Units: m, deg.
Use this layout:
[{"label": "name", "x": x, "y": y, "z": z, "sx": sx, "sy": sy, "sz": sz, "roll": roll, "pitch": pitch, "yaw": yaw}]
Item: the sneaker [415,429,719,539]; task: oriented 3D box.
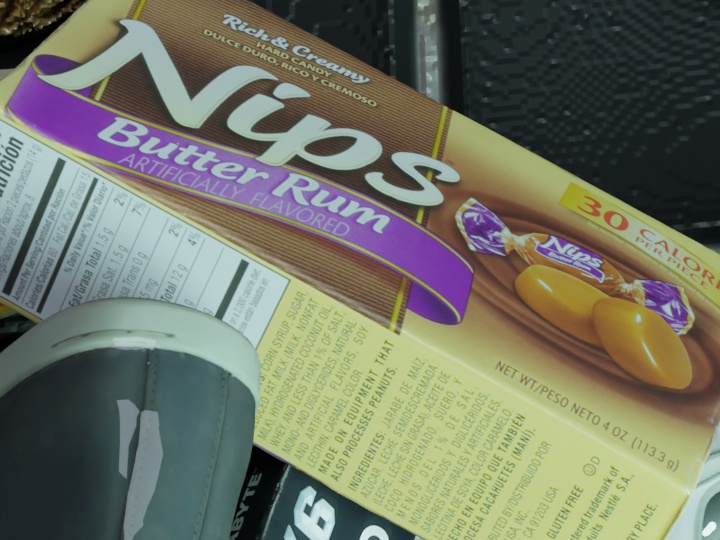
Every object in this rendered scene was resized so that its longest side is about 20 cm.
[{"label": "sneaker", "x": 0.052, "y": 0.099, "z": 0.811, "sx": 0.099, "sy": 0.078, "sz": 0.200, "roll": 38, "pitch": 77, "yaw": 21}]

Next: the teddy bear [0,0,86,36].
[{"label": "teddy bear", "x": -0.086, "y": -0.131, "z": 0.966, "sx": 0.200, "sy": 0.067, "sz": 0.145, "roll": -39, "pitch": 54, "yaw": -2}]

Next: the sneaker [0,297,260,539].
[{"label": "sneaker", "x": -0.094, "y": 0.093, "z": 0.719, "sx": 0.075, "sy": 0.200, "sz": 0.106, "roll": 19, "pitch": 56, "yaw": -19}]

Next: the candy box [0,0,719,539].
[{"label": "candy box", "x": 0.000, "y": 0.000, "z": 0.757, "sx": 0.200, "sy": 0.056, "sz": 0.117, "roll": 30, "pitch": 32, "yaw": 3}]

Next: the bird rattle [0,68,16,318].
[{"label": "bird rattle", "x": -0.138, "y": -0.021, "z": 0.850, "sx": 0.163, "sy": 0.200, "sz": 0.113, "roll": -15, "pitch": 59, "yaw": -24}]

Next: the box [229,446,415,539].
[{"label": "box", "x": -0.073, "y": 0.148, "z": 0.770, "sx": 0.046, "sy": 0.159, "sz": 0.200, "roll": 31, "pitch": 65, "yaw": -24}]
